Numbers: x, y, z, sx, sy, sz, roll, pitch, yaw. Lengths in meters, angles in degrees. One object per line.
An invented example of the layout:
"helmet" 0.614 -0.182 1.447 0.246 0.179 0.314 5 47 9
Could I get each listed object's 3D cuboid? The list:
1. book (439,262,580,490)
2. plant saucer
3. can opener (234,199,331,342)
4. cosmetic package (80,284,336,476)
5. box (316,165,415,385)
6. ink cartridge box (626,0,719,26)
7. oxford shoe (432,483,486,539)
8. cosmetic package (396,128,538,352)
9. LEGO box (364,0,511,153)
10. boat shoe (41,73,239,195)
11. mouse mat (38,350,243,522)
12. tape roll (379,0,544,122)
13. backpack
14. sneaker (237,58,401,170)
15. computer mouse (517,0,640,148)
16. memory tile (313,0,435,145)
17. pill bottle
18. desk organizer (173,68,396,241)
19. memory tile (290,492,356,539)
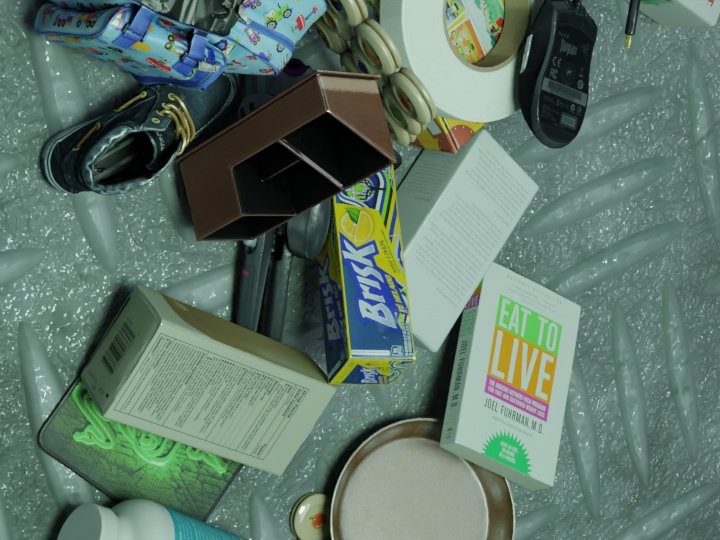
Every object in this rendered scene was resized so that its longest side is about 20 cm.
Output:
"book" 0.150 0.106 1.584 0.133 0.048 0.201 27 61 -31
"plant saucer" 0.058 0.247 1.546 0.200 0.034 0.201 3 82 -22
"can opener" -0.084 -0.001 1.425 0.063 0.079 0.201 9 107 -29
"cosmetic package" -0.132 0.099 1.377 0.200 0.071 0.105 26 103 -37
"box" 0.000 0.000 1.414 0.064 0.070 0.201 2 65 -19
"ink cartridge box" 0.306 -0.360 1.622 0.200 0.084 0.145 25 84 -37
"oxford shoe" 0.081 0.310 1.604 0.071 0.071 0.201 4 86 -29
"cosmetic package" 0.077 -0.034 1.526 0.101 0.071 0.200 43 74 -34
"LEGO box" 0.078 -0.237 1.483 0.149 0.077 0.200 -41 120 -23
"boat shoe" -0.167 -0.119 1.320 0.200 0.091 0.071 -35 118 -26
"mouse mat" -0.179 0.140 1.415 0.200 0.008 0.161 43 74 -33
"tape roll" 0.105 -0.237 1.432 0.202 0.037 0.204 -8 103 -36
"backpack" -0.138 -0.214 1.268 0.200 0.182 0.135 22 86 -41
"sneaker" -0.032 -0.148 1.430 0.200 0.074 0.088 21 58 -49
"computer mouse" 0.202 -0.210 1.465 0.140 0.046 0.201 7 90 -43
"memory tile" -0.007 -0.199 1.344 0.017 0.153 0.200 -35 91 -10
"pill bottle" -0.171 0.269 1.381 0.200 0.111 0.111 31 81 -36
"desk organizer" -0.065 -0.093 1.315 0.072 0.200 0.077 -2 73 -44
"memory tile" -0.033 0.326 1.551 0.153 0.017 0.201 22 86 -37
